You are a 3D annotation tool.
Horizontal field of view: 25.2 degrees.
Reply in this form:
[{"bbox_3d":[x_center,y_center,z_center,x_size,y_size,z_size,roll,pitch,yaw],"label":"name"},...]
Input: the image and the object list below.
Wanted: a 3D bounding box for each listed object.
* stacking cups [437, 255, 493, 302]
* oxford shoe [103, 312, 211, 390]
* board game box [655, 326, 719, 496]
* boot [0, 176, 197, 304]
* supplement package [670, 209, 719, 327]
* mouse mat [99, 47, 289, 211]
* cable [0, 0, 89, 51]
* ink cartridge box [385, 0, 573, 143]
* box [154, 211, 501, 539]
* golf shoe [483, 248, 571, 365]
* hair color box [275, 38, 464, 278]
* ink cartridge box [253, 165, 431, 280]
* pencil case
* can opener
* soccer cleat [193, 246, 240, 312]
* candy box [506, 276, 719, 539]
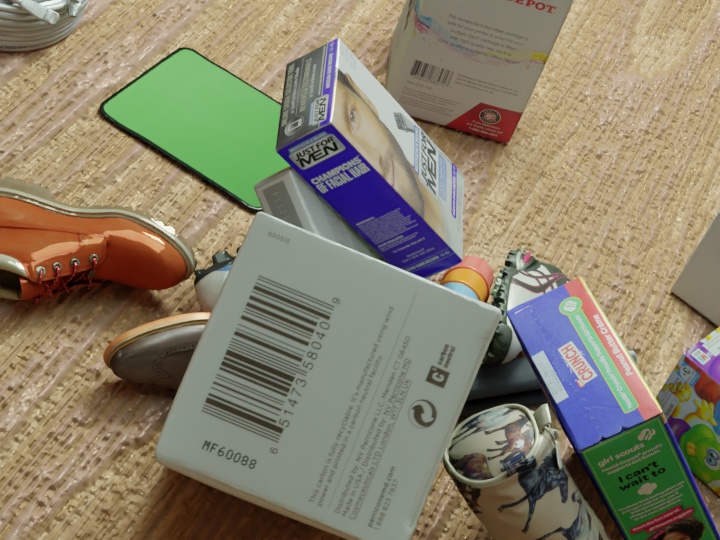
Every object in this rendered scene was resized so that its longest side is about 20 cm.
[{"bbox_3d":[0.084,0.040,1.422,0.060,0.061,0.200,29,27,7],"label":"stacking cups"},{"bbox_3d":[-0.111,0.084,1.329,0.200,0.071,0.073,3,50,-22],"label":"oxford shoe"},{"bbox_3d":[0.370,0.152,1.441,0.200,0.105,0.103,42,45,21],"label":"board game box"},{"bbox_3d":[-0.243,-0.005,1.366,0.200,0.075,0.107,13,45,1],"label":"boot"},{"bbox_3d":[0.435,0.018,1.601,0.200,0.117,0.117,40,44,17],"label":"supplement package"},{"bbox_3d":[-0.139,-0.144,1.599,0.200,0.008,0.161,32,42,12],"label":"mouse mat"},{"bbox_3d":[-0.367,-0.306,1.622,0.200,0.069,0.200,17,41,-6],"label":"cable"},{"bbox_3d":[0.125,-0.267,1.698,0.145,0.200,0.145,16,42,-8],"label":"ink cartridge box"},{"bbox_3d":[-0.026,0.090,1.223,0.200,0.171,0.199,23,82,-1],"label":"box"},{"bbox_3d":[0.158,0.035,1.452,0.088,0.077,0.200,20,23,8],"label":"golf shoe"},{"bbox_3d":[0.013,-0.092,1.398,0.200,0.065,0.109,42,36,-35],"label":"hair color box"},{"bbox_3d":[0.000,0.000,1.416,0.176,0.045,0.200,-18,85,-64],"label":"ink cartridge box"},{"bbox_3d":[0.146,0.193,1.246,0.200,0.089,0.078,55,27,-30],"label":"pencil case"},{"bbox_3d":[0.169,0.105,1.441,0.200,0.053,0.066,-2,48,-25],"label":"can opener"},{"bbox_3d":[-0.060,0.014,1.437,0.200,0.070,0.086,-18,78,-40],"label":"soccer cleat"},{"bbox_3d":[0.208,0.130,1.310,0.077,0.200,0.169,-29,42,6],"label":"candy box"}]
